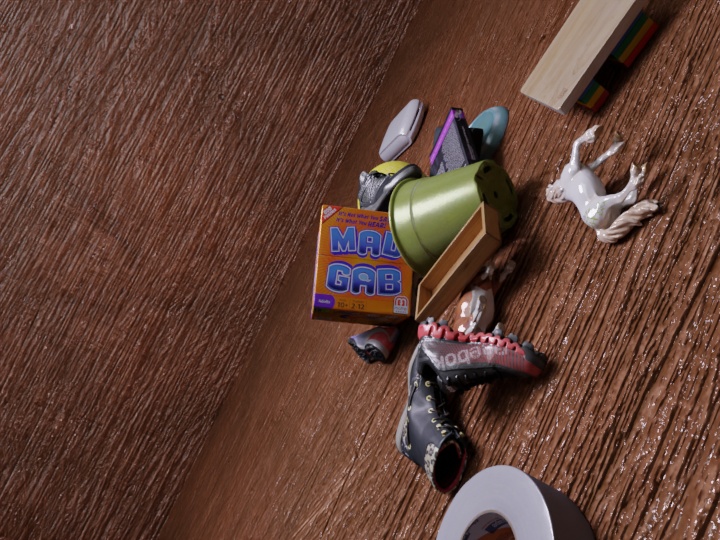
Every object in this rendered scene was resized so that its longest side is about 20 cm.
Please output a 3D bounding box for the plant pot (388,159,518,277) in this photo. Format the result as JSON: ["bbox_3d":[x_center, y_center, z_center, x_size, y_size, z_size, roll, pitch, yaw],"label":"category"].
[{"bbox_3d":[0.182,-0.109,1.005,0.188,0.198,0.205,-23,40,48],"label":"plant pot"}]

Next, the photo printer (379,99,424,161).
[{"bbox_3d":[0.149,-0.491,1.907,0.199,0.068,0.171,-30,36,63],"label":"photo printer"}]

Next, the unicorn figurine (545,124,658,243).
[{"bbox_3d":[0.313,-0.118,0.743,0.204,0.071,0.139,-88,19,-46],"label":"unicorn figurine"}]

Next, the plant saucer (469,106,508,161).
[{"bbox_3d":[0.270,-0.298,1.275,0.202,0.027,0.202,-55,18,27],"label":"plant saucer"}]

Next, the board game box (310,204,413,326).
[{"bbox_3d":[0.000,0.000,1.161,0.200,0.192,0.208,121,155,-77],"label":"board game box"}]

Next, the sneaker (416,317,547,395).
[{"bbox_3d":[0.157,0.131,0.757,0.195,0.071,0.101,6,67,39],"label":"sneaker"}]

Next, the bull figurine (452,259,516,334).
[{"bbox_3d":[0.192,0.046,0.879,0.122,0.063,0.205,121,167,-57],"label":"bull figurine"}]

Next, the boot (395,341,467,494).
[{"bbox_3d":[0.120,0.210,0.823,0.153,0.071,0.211,-156,79,-73],"label":"boot"}]

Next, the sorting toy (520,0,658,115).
[{"bbox_3d":[0.386,-0.362,0.926,0.203,0.068,0.200,-57,16,20],"label":"sorting toy"}]

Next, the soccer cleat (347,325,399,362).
[{"bbox_3d":[0.030,0.164,1.251,0.073,0.068,0.199,-46,9,-19],"label":"soccer cleat"}]

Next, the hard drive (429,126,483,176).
[{"bbox_3d":[0.214,-0.253,1.249,0.200,0.032,0.145,-136,50,-69],"label":"hard drive"}]

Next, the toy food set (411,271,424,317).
[{"bbox_3d":[0.126,-0.020,1.188,0.203,0.058,0.147,-93,11,-55],"label":"toy food set"}]

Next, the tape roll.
[{"bbox_3d":[0.153,0.318,0.571,0.203,0.065,0.202,-56,16,24],"label":"tape roll"}]

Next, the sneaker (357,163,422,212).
[{"bbox_3d":[0.052,-0.188,1.166,0.199,0.074,0.118,-42,59,51],"label":"sneaker"}]

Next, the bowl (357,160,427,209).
[{"bbox_3d":[0.089,-0.159,1.281,0.205,0.196,0.108,-60,3,3],"label":"bowl"}]

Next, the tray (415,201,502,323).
[{"bbox_3d":[0.160,-0.006,0.904,0.202,0.036,0.100,-57,11,34],"label":"tray"}]

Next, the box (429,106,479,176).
[{"bbox_3d":[0.203,-0.223,1.168,0.144,0.035,0.206,113,155,-54],"label":"box"}]
